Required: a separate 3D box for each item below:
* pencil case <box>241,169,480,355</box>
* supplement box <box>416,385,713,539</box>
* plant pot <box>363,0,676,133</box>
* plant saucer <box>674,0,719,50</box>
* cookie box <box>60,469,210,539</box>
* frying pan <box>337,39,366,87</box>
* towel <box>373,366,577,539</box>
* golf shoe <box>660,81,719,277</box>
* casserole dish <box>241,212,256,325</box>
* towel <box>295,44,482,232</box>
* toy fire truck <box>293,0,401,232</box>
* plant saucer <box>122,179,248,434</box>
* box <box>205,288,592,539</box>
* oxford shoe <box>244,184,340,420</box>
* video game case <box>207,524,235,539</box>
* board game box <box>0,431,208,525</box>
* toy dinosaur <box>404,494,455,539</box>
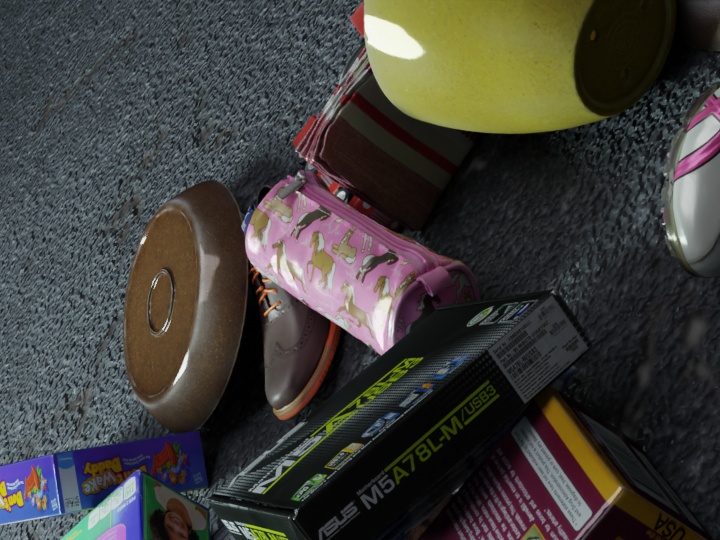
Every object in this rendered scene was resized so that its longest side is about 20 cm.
[{"bbox_3d":[0.000,0.000,1.309,0.083,0.086,0.200,-53,43,-3],"label":"pencil case"},{"bbox_3d":[0.087,0.182,1.039,0.201,0.085,0.111,-51,30,11],"label":"supplement box"},{"bbox_3d":[0.121,-0.171,1.236,0.141,0.200,0.201,29,87,41],"label":"plant pot"},{"bbox_3d":[0.261,-0.236,1.218,0.200,0.032,0.202,-36,37,34],"label":"plant saucer"},{"bbox_3d":[-0.181,0.273,1.334,0.171,0.075,0.201,-42,34,25],"label":"cookie box"},{"bbox_3d":[0.059,-0.153,1.394,0.188,0.031,0.116,-13,49,31],"label":"frying pan"},{"bbox_3d":[0.028,0.117,1.155,0.200,0.024,0.146,-39,14,-31],"label":"towel"},{"bbox_3d":[0.239,-0.086,1.071,0.092,0.072,0.201,15,76,58],"label":"golf shoe"},{"bbox_3d":[-0.128,0.003,1.577,0.122,0.039,0.200,-57,30,2],"label":"casserole dish"},{"bbox_3d":[0.055,-0.134,1.326,0.023,0.144,0.201,38,96,41],"label":"towel"},{"bbox_3d":[0.015,-0.120,1.463,0.141,0.049,0.200,-51,31,9],"label":"toy fire truck"},{"bbox_3d":[-0.144,0.026,1.484,0.200,0.034,0.203,-29,57,56],"label":"plant saucer"},{"bbox_3d":[0.017,0.091,1.098,0.199,0.048,0.193,-39,10,-16],"label":"box"},{"bbox_3d":[-0.061,0.022,1.422,0.071,0.072,0.201,-36,37,33],"label":"oxford shoe"},{"bbox_3d":[-0.113,0.282,1.318,0.143,0.019,0.201,-45,31,22],"label":"video game case"},{"bbox_3d":[-0.231,0.168,1.481,0.199,0.133,0.045,-17,81,50],"label":"board game box"},{"bbox_3d":[0.001,0.187,1.176,0.200,0.086,0.136,-50,23,4],"label":"toy dinosaur"}]
